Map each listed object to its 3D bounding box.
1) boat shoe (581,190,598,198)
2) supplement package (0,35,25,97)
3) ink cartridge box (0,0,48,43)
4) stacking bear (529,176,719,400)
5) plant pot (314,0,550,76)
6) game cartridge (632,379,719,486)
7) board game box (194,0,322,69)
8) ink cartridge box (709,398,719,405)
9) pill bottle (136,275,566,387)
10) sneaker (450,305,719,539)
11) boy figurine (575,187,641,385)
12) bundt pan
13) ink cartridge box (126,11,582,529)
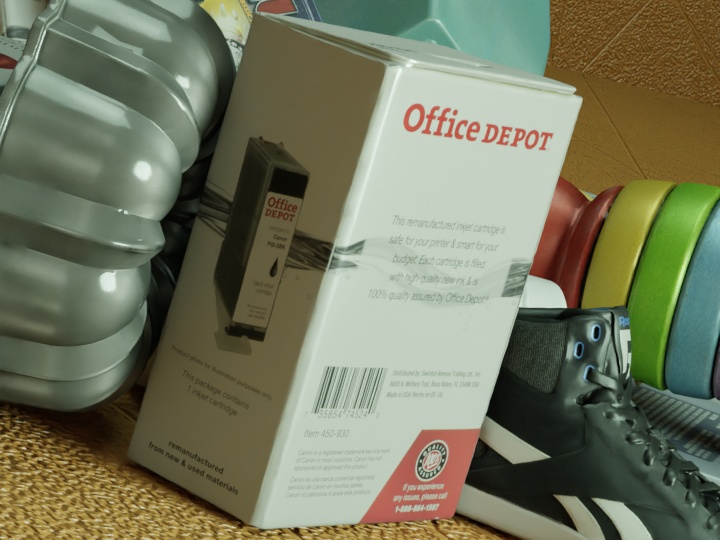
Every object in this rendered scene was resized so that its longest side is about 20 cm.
[{"bbox_3d":[0.203,0.002,1.653,0.199,0.071,0.091,8,15,-24],"label":"boat shoe"},{"bbox_3d":[-0.242,-0.042,1.128,0.190,0.148,0.200,18,9,4],"label":"supplement package"},{"bbox_3d":[-0.133,-0.087,1.388,0.146,0.201,0.086,6,-27,-32],"label":"ink cartridge box"},{"bbox_3d":[0.144,0.005,1.361,0.199,0.114,0.122,17,53,16],"label":"stacking bear"},{"bbox_3d":[0.024,-0.142,1.540,0.142,0.141,0.201,51,20,-31],"label":"plant pot"},{"bbox_3d":[0.165,0.096,1.395,0.132,0.042,0.200,24,11,14],"label":"game cartridge"},{"bbox_3d":[-0.090,-0.138,1.366,0.135,0.201,0.035,-11,-20,-37],"label":"board game box"},{"bbox_3d":[0.309,0.068,1.546,0.172,0.044,0.200,5,15,33],"label":"ink cartridge box"},{"bbox_3d":[-0.007,0.022,1.286,0.199,0.112,0.111,15,10,-16],"label":"pill bottle"},{"bbox_3d":[0.122,0.077,1.193,0.199,0.113,0.073,20,11,18],"label":"sneaker"},{"bbox_3d":[0.116,0.005,1.486,0.064,0.125,0.200,-35,47,-21],"label":"boy figurine"},{"bbox_3d":[-0.107,-0.029,1.130,0.075,0.203,0.202,19,10,5],"label":"bundt pan"},{"bbox_3d":[-0.001,0.001,1.147,0.083,0.201,0.146,23,11,35],"label":"ink cartridge box"}]
